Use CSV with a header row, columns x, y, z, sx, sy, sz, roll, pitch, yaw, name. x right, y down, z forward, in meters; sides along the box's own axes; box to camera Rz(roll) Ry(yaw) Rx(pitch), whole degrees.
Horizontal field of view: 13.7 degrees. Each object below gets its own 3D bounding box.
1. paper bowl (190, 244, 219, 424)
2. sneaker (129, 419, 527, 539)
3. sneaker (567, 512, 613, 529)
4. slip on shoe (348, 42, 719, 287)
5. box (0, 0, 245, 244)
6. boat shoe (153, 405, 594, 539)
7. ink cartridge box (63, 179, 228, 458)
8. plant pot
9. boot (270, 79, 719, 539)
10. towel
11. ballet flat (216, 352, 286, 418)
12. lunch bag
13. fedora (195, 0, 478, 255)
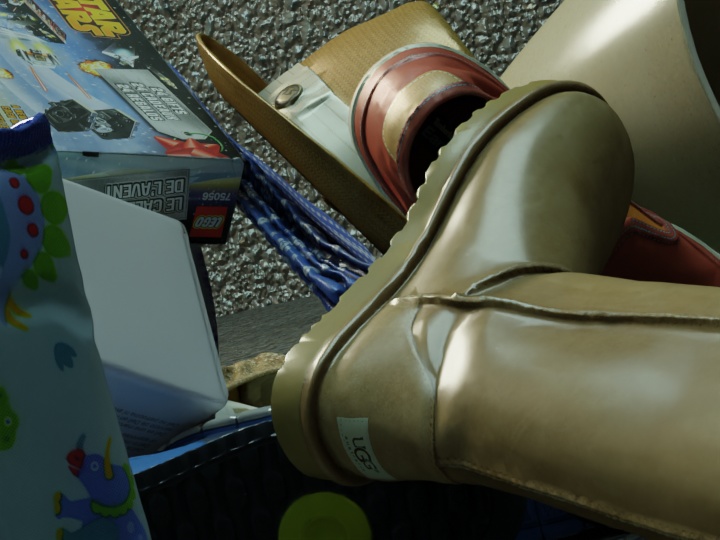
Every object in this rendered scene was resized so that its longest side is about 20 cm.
x,y,z,sx,sy,sz,roll,pitch,yaw,name
-0.156,0.027,1.222,0.104,0.201,0.200,-10,-1,-38,paper bowl
-0.043,0.082,0.972,0.199,0.066,0.078,-14,3,9,sneaker
0.135,0.028,0.949,0.200,0.091,0.076,-17,6,-37,sneaker
0.077,0.001,1.020,0.074,0.200,0.061,-47,15,3,slip on shoe
-0.143,-0.072,1.147,0.137,0.040,0.200,1,27,-26,box
0.023,0.062,1.035,0.199,0.072,0.072,-9,-4,22,boat shoe
-0.170,0.048,1.060,0.200,0.084,0.145,-35,-35,29,ink cartridge box
0.124,-0.042,1.229,0.187,0.188,0.200,-16,-11,-48,plant pot
0.094,0.015,0.866,0.200,0.066,0.175,6,48,43,boot
0.000,0.000,1.151,0.024,0.145,0.200,-47,37,3,towel
-0.052,0.073,1.343,0.065,0.071,0.200,3,12,22,ballet flat
-0.154,0.063,0.797,0.200,0.171,0.127,-14,2,42,lunch bag
0.026,-0.044,1.136,0.082,0.201,0.201,-45,2,0,fedora
